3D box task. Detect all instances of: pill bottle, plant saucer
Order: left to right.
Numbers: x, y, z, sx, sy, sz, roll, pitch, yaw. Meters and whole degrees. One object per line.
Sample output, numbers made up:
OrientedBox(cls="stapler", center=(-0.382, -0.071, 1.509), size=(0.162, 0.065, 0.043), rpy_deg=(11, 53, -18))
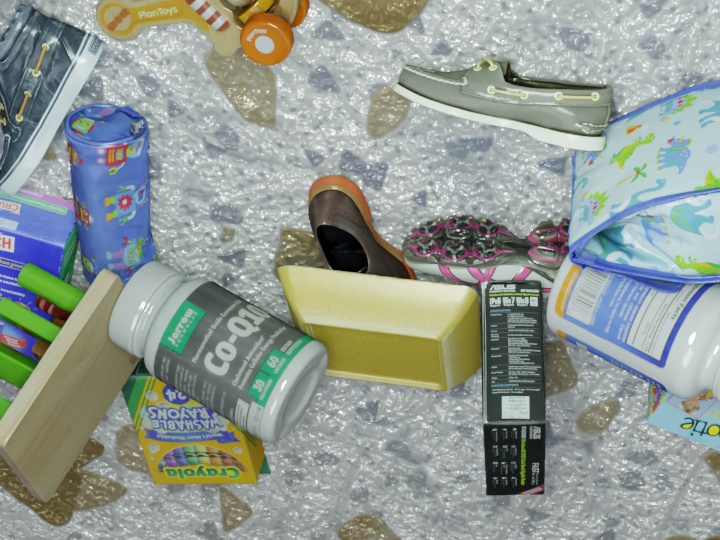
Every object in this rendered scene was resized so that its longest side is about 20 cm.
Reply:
OrientedBox(cls="pill bottle", center=(-0.142, 0.077, 1.696), size=(0.200, 0.113, 0.113), rpy_deg=(28, 133, 15))
OrientedBox(cls="plant saucer", center=(0.020, 0.067, 1.729), size=(0.199, 0.049, 0.200), rpy_deg=(7, 156, 9))
OrientedBox(cls="pill bottle", center=(0.281, 0.049, 1.572), size=(0.200, 0.112, 0.112), rpy_deg=(28, 136, 26))

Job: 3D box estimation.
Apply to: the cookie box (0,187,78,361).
OrientedBox(cls="cookie box", center=(-0.391, 0.002, 1.792), size=(0.171, 0.075, 0.200), rpy_deg=(17, 131, -4))

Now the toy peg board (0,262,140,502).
OrientedBox(cls="toy peg board", center=(-0.320, 0.101, 1.723), size=(0.098, 0.200, 0.199), rpy_deg=(27, 161, 13))

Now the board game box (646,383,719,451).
OrientedBox(cls="board game box", center=(0.372, 0.069, 1.681), size=(0.105, 0.103, 0.200), rpy_deg=(22, 130, -6))

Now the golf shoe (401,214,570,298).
OrientedBox(cls="golf shoe", center=(0.140, -0.001, 1.688), size=(0.199, 0.073, 0.092), rpy_deg=(4, 132, 8))

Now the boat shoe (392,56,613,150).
OrientedBox(cls="boat shoe", center=(0.130, -0.161, 1.560), size=(0.201, 0.072, 0.060), rpy_deg=(15, 106, 10))

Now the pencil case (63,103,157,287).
OrientedBox(cls="pencil case", center=(-0.244, -0.075, 1.700), size=(0.078, 0.087, 0.200), rpy_deg=(40, 143, 37))

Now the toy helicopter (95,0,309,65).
OrientedBox(cls="toy helicopter", center=(-0.151, -0.249, 1.536), size=(0.199, 0.079, 0.132), rpy_deg=(-6, 128, 21))

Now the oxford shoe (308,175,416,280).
OrientedBox(cls="oxford shoe", center=(0.000, 0.000, 1.714), size=(0.071, 0.073, 0.200), rpy_deg=(-19, 128, 23))

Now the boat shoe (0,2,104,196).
OrientedBox(cls="boat shoe", center=(-0.327, -0.166, 1.648), size=(0.091, 0.071, 0.200), rpy_deg=(29, 122, -12))

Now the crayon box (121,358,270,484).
OrientedBox(cls="crayon box", center=(-0.183, 0.175, 1.914), size=(0.125, 0.052, 0.200), rpy_deg=(-2, 130, 13))

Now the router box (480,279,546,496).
OrientedBox(cls="router box", center=(0.151, 0.120, 1.693), size=(0.062, 0.150, 0.200), rpy_deg=(-2, 153, 4))

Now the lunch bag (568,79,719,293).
OrientedBox(cls="lunch bag", center=(0.287, -0.074, 1.534), size=(0.199, 0.170, 0.128), rpy_deg=(-7, 127, 15))
